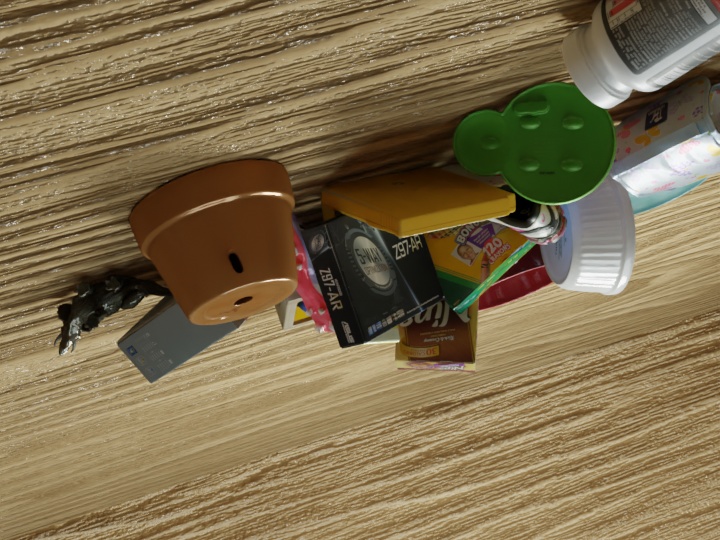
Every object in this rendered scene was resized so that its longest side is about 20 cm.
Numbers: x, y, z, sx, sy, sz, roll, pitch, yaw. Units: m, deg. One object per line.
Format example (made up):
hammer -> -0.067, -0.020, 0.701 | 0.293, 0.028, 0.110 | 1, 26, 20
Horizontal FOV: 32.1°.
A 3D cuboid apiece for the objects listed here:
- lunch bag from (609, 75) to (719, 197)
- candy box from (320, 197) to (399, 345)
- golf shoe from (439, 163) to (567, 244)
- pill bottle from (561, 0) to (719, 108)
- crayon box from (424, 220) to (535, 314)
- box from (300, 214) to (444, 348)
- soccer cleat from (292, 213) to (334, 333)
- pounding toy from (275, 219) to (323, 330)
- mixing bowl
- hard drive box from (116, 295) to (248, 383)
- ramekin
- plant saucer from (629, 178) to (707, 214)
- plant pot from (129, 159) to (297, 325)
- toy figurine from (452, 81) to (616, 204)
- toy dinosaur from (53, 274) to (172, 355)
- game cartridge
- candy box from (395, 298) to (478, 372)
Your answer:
lunch bag -> 0.452, -0.187, 1.754 | 0.169, 0.128, 0.200 | -29, 173, 38
candy box -> 0.000, 0.000, 1.675 | 0.026, 0.201, 0.102 | -14, 171, 35
golf shoe -> 0.175, -0.101, 1.651 | 0.092, 0.199, 0.073 | 27, 87, -57
pill bottle -> 0.318, -0.261, 1.324 | 0.200, 0.116, 0.116 | -31, 162, 38
crayon box -> 0.168, -0.051, 1.749 | 0.200, 0.119, 0.058 | -44, 163, 4
box -> 0.020, -0.005, 1.645 | 0.043, 0.161, 0.200 | -14, -174, 38
soccer cleat -> -0.065, -0.008, 1.661 | 0.067, 0.201, 0.076 | -8, -151, 43
pounding toy -> -0.032, 0.020, 1.814 | 0.183, 0.143, 0.200 | -17, 165, -11
mixing bowl -> 0.239, -0.017, 2.106 | 0.199, 0.109, 0.200 | -18, 165, -5
hard drive box -> -0.210, 0.047, 1.683 | 0.200, 0.077, 0.156 | -32, -168, 39
ramekin -> 0.346, -0.059, 1.946 | 0.094, 0.203, 0.202 | -5, 162, -11
plant saucer -> 0.497, -0.146, 2.129 | 0.199, 0.036, 0.200 | -18, 165, -5
plant pot -> -0.159, -0.025, 1.493 | 0.199, 0.141, 0.200 | -20, 165, -5
toy figurine -> 0.226, -0.152, 1.616 | 0.199, 0.151, 0.184 | 0, 178, 10
toy dinosaur -> -0.328, 0.034, 1.653 | 0.200, 0.077, 0.102 | -31, -174, -10
game cartridge -> 0.073, -0.087, 1.574 | 0.176, 0.033, 0.200 | -12, -159, -27
candy box -> 0.114, 0.044, 1.808 | 0.116, 0.201, 0.056 | 1, 162, 7
